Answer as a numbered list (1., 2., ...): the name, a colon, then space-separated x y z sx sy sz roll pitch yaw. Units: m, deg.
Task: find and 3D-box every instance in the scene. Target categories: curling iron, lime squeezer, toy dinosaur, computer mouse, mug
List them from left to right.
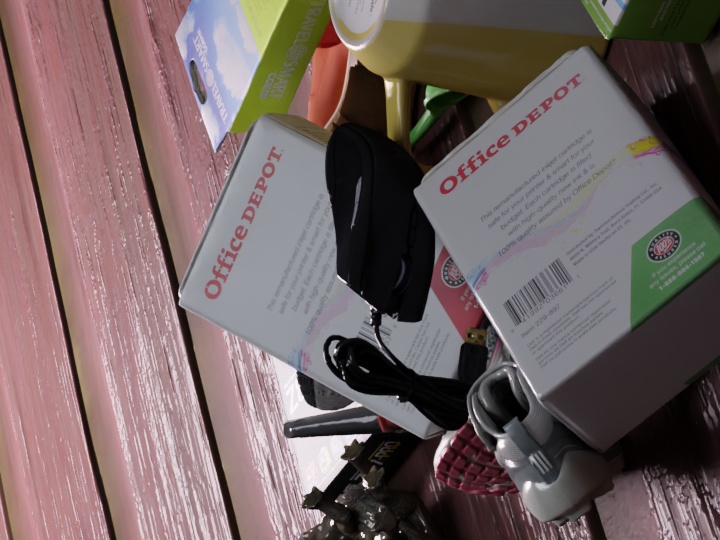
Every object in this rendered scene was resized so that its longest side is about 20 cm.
1. toy dinosaur: 0.025 0.184 1.810 0.200 0.102 0.077 13 66 50
2. curling iron: 0.026 0.111 1.762 0.199 0.026 0.050 0 81 33
3. computer mouse: 0.039 0.000 1.587 0.046 0.140 0.201 -29 47 35
4. lime squeezer: 0.053 -0.146 1.775 0.070 0.038 0.201 30 128 29
5. mug: 0.068 -0.166 1.643 0.149 0.153 0.187 -43 53 53

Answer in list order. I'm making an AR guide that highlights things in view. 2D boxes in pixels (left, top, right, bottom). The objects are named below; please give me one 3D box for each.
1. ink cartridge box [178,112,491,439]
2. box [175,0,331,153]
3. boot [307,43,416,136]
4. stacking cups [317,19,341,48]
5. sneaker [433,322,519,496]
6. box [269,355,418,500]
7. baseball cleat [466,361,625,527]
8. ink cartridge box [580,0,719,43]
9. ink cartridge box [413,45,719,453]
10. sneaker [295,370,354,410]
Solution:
1. ink cartridge box: 0.000 0.000 1.697 0.199 0.083 0.146 28 101 16
2. box: -0.069 -0.191 1.789 0.200 0.047 0.122 -61 39 46
3. boot: -0.007 -0.128 1.881 0.107 0.075 0.201 44 119 58
4. stacking cups: -0.038 -0.243 1.866 0.061 0.060 0.201 120 156 -43
5. sneaker: 0.109 0.067 1.654 0.200 0.080 0.075 -61 24 30
6. box: 0.002 0.062 1.876 0.200 0.049 0.162 -52 43 47
7. baseball cleat: 0.115 0.099 1.553 0.107 0.070 0.200 55 -178 1
8. ink cartridge box: 0.185 -0.259 1.503 0.148 0.075 0.200 63 143 41
9. ink cartridge box: 0.139 -0.016 1.513 0.145 0.087 0.200 -40 47 10
10. sneaker: -0.008 0.000 1.801 0.087 0.074 0.201 -145 65 -73
